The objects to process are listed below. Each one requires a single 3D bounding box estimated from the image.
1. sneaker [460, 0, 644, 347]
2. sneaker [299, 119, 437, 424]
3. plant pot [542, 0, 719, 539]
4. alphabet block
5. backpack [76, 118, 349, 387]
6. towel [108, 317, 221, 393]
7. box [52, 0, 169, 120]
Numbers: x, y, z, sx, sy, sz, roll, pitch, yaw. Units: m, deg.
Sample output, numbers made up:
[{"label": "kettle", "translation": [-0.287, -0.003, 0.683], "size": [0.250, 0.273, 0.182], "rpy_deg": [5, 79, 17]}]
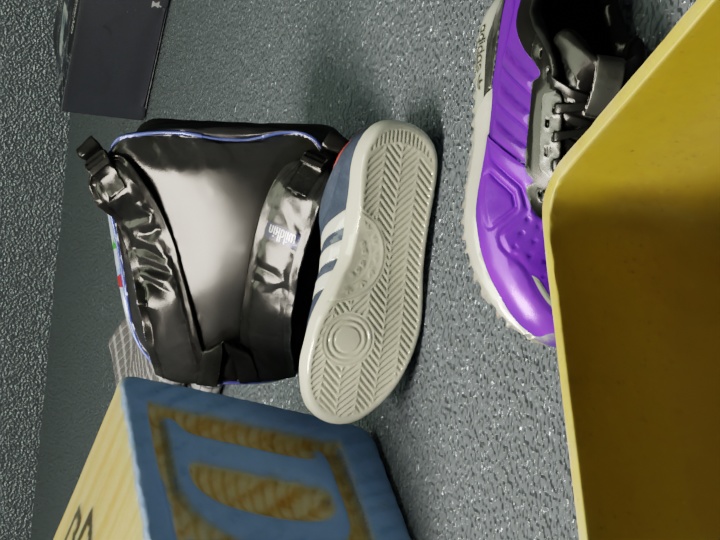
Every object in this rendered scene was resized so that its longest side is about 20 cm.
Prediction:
[{"label": "sneaker", "translation": [0.098, -0.067, 0.776], "size": [0.100, 0.069, 0.201], "rpy_deg": [138, 133, -62]}, {"label": "sneaker", "translation": [0.000, 0.000, 1.067], "size": [0.084, 0.075, 0.201], "rpy_deg": [-164, 89, -70]}, {"label": "plant pot", "translation": [0.168, 0.032, 0.354], "size": [0.200, 0.175, 0.201], "rpy_deg": [125, 146, -58]}, {"label": "alphabet block", "translation": [-0.093, 0.217, 1.048], "size": [0.197, 0.194, 0.201], "rpy_deg": [-111, 41, -57]}, {"label": "backpack", "translation": [-0.094, -0.015, 1.189], "size": [0.154, 0.199, 0.192], "rpy_deg": [-32, -56, -73]}, {"label": "towel", "translation": [-0.196, 0.080, 1.632], "size": [0.200, 0.085, 0.166], "rpy_deg": [-107, 28, -49]}, {"label": "box", "translation": [-0.332, -0.338, 2.126], "size": [0.200, 0.117, 0.197], "rpy_deg": [-108, 29, -49]}]
